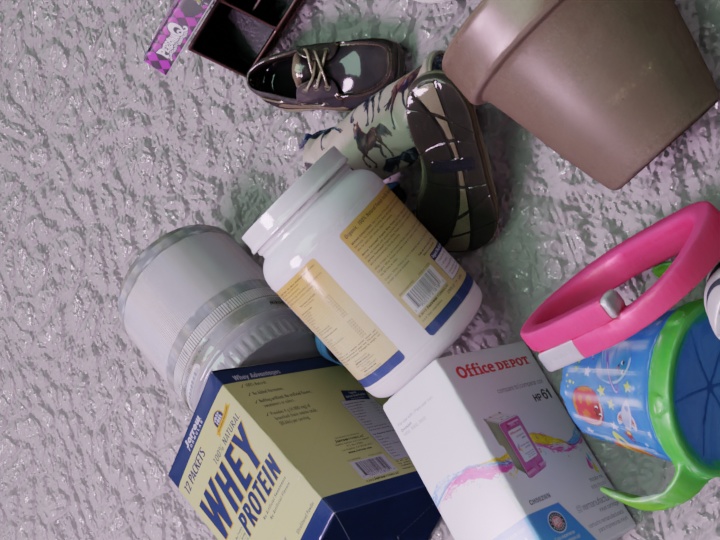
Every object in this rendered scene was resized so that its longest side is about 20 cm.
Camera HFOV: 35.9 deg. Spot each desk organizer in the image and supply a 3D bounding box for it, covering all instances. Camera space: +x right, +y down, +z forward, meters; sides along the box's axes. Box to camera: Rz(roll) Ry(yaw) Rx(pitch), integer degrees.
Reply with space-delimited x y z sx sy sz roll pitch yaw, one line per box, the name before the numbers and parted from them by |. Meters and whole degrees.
desk organizer | -0.097 -0.298 1.168 0.071 0.077 0.201 36 115 -3

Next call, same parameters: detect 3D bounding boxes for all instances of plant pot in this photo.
plant pot | 0.192 -0.167 0.892 0.175 0.200 0.200 49 125 7

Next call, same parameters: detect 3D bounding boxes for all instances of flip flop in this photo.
flip flop | 0.085 -0.100 1.027 0.080 0.058 0.202 -2 128 17

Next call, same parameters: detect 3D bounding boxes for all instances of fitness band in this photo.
fitness band | 0.204 0.011 0.871 0.038 0.143 0.200 49 148 -3

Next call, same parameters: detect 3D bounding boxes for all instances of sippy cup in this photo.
sippy cup | 0.238 0.091 0.899 0.129 0.177 0.141 -1 122 53

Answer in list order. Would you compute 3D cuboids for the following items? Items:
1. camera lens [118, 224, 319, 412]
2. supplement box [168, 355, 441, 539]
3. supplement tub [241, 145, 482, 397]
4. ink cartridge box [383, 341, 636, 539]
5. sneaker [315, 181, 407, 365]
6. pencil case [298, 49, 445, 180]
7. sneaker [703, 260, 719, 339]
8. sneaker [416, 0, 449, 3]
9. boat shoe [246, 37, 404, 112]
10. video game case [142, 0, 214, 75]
camera lens | -0.159 0.061 1.218 0.200 0.159 0.162 43 120 31
supplement box | -0.045 0.204 1.109 0.200 0.198 0.136 42 118 32
supplement tub | 0.000 0.000 1.027 0.200 0.145 0.144 47 126 -4
ink cartridge box | 0.131 0.172 0.984 0.085 0.143 0.202 -46 65 34
sneaker | 0.015 0.006 1.139 0.082 0.071 0.203 20 105 16
pencil case | 0.027 -0.142 1.097 0.199 0.077 0.091 -28 53 40
sneaker | 0.350 0.015 0.823 0.195 0.130 0.081 7 123 6
sneaker | 0.086 -0.292 1.027 0.198 0.086 0.079 10 100 41
boat shoe | -0.041 -0.200 1.158 0.198 0.073 0.076 -5 90 42
video game case | -0.156 -0.328 1.194 0.182 0.036 0.201 -49 18 33
